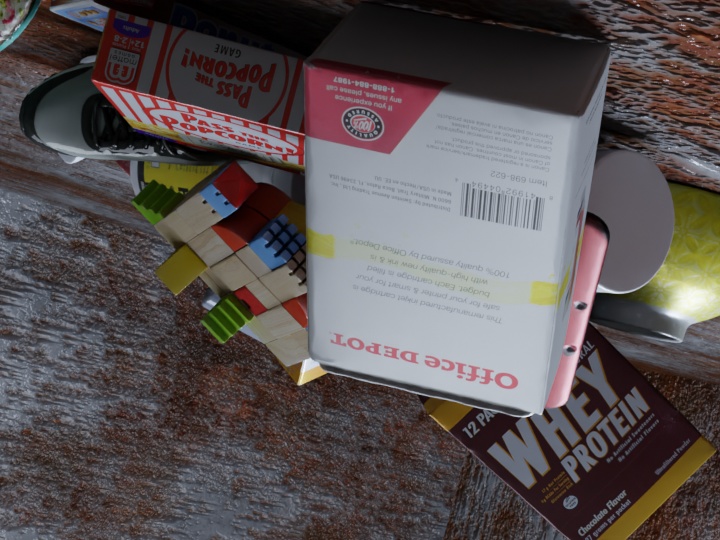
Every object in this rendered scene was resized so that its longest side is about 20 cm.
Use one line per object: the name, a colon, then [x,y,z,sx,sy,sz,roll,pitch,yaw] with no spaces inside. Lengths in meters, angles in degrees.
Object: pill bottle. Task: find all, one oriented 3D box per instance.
pill bottle: [-0.097,-0.082,1.117,0.200,0.113,0.112,10,174,43]
pill bottle: [0.115,-0.040,0.927,0.116,0.116,0.200,18,175,-35]

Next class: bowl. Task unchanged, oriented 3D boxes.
bowl: [0.236,-0.003,1.061,0.200,0.108,0.200,14,175,1]

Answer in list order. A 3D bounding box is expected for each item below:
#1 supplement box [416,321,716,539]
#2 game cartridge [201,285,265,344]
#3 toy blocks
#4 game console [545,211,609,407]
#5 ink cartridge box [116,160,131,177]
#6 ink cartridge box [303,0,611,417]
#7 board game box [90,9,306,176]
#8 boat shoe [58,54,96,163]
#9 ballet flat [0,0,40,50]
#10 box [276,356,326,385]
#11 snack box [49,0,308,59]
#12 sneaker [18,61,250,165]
supplement box: [0.145,0.094,1.067,0.200,0.133,0.197,43,-175,-19]
game cartridge: [-0.056,-0.017,1.214,0.133,0.200,0.041,31,142,-17]
toy blocks: [-0.062,-0.009,0.953,0.200,0.100,0.137,48,152,-11]
game console: [0.071,-0.019,0.876,0.118,0.173,0.200,-9,141,-10]
ink cartridge box: [-0.141,-0.058,1.324,0.200,0.068,0.116,42,-178,15]
ink cartridge box: [0.049,-0.031,0.722,0.145,0.200,0.083,13,-142,14]
board game box: [-0.081,-0.107,0.845,0.151,0.046,0.200,14,177,-1]
boat shoe: [-0.205,-0.139,1.104,0.068,0.072,0.200,-21,178,-29]
ballet flat: [-0.278,-0.172,0.886,0.064,0.076,0.200,35,163,-26]
box: [0.000,0.000,1.087,0.119,0.200,0.041,-21,-128,-32]
snack box: [-0.101,-0.149,0.864,0.200,0.024,0.072,18,176,-35]
sneaker: [-0.154,-0.115,0.975,0.200,0.074,0.079,1,-164,-9]
